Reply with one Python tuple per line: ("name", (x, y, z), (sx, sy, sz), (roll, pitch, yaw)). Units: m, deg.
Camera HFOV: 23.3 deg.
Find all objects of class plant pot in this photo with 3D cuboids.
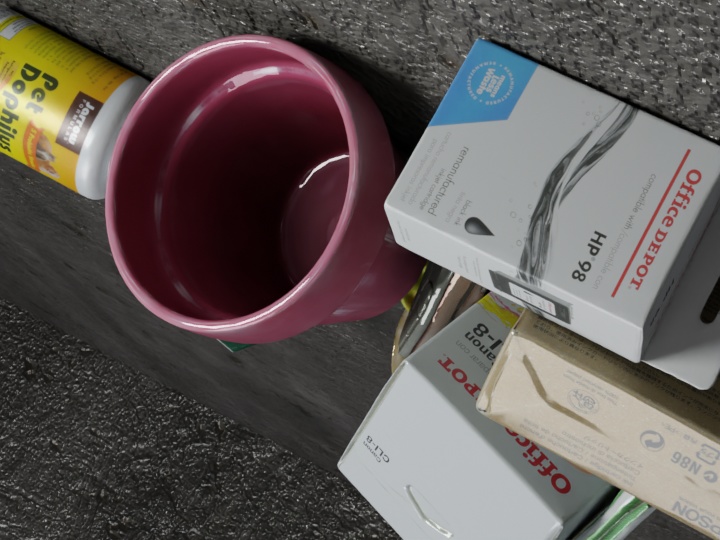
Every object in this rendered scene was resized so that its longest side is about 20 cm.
("plant pot", (-0.045, -0.041, 1.196), (0.199, 0.201, 0.179), (22, -179, 31))

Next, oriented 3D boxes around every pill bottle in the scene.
("pill bottle", (-0.243, -0.131, 1.444), (0.199, 0.110, 0.109), (27, 168, 11))

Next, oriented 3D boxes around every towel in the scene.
("towel", (0.192, 0.134, 1.132), (0.023, 0.200, 0.153), (45, 135, 11))

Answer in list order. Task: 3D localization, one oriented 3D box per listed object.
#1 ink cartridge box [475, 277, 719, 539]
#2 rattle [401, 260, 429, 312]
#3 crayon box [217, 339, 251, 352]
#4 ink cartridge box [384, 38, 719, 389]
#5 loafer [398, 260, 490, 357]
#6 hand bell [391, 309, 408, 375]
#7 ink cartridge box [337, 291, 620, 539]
("ink cartridge box", (0.191, 0.059, 1.043), (0.199, 0.165, 0.075), (28, 131, 8))
("rattle", (0.000, 0.000, 1.325), (0.199, 0.144, 0.130), (26, -172, 8))
("crayon box", (-0.150, -0.026, 1.607), (0.051, 0.127, 0.200), (-19, 145, 20))
("ink cartridge box", (0.128, -0.032, 0.968), (0.199, 0.116, 0.067), (26, 166, 16))
("loafer", (0.080, 0.001, 1.174), (0.062, 0.072, 0.201), (20, 137, -3))
("hand bell", (0.136, 0.079, 1.413), (0.199, 0.105, 0.104), (7, 158, 32))
("ink cartridge box", (0.114, 0.097, 1.147), (0.145, 0.200, 0.145), (45, 143, 13))
